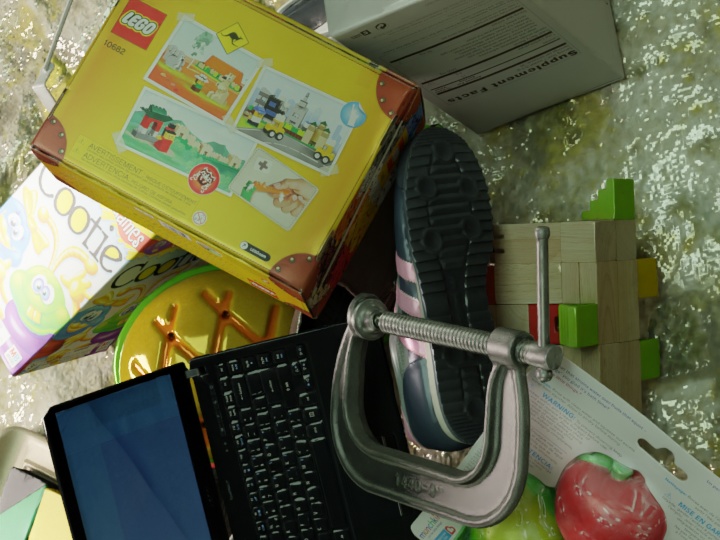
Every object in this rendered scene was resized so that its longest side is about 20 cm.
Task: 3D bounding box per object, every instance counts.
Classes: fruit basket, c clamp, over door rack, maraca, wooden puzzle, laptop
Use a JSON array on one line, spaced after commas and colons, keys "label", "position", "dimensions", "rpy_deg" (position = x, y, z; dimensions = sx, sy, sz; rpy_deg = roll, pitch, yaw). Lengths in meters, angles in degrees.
[{"label": "fruit basket", "position": [0.141, 0.155, 1.054], "dimensions": [0.185, 0.094, 0.201], "rpy_deg": [37, 128, 6]}, {"label": "c clamp", "position": [0.047, 0.060, 1.046], "dimensions": [0.199, 0.027, 0.173], "rpy_deg": [2, 96, 50]}, {"label": "over door rack", "position": [-0.184, -0.233, 1.404], "dimensions": [0.147, 0.067, 0.202], "rpy_deg": [-9, 63, 30]}, {"label": "maraca", "position": [-0.077, 0.056, 1.258], "dimensions": [0.199, 0.107, 0.138], "rpy_deg": [-22, 95, 5]}, {"label": "wooden puzzle", "position": [-0.233, 0.231, 1.348], "dimensions": [0.199, 0.037, 0.186], "rpy_deg": [19, 87, 33]}, {"label": "laptop", "position": [-0.070, 0.141, 1.111], "dimensions": [0.198, 0.103, 0.179], "rpy_deg": [-13, 94, 8]}]

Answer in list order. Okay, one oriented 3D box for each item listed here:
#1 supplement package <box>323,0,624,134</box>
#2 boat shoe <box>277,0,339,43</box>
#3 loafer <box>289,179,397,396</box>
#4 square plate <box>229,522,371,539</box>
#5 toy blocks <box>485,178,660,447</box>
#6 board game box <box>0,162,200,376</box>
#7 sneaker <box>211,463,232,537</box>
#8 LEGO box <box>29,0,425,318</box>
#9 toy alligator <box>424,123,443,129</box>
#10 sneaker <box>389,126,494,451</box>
[{"label": "supplement package", "position": [0.072, -0.190, 1.170], "dimensions": [0.119, 0.200, 0.122], "rpy_deg": [-19, 67, 26]}, {"label": "boat shoe", "position": [-0.032, -0.167, 1.310], "dimensions": [0.199, 0.076, 0.061], "rpy_deg": [-18, 49, 33]}, {"label": "loafer", "position": [0.000, 0.000, 1.174], "dimensions": [0.072, 0.071, 0.202], "rpy_deg": [15, 96, 8]}, {"label": "square plate", "position": [-0.030, 0.267, 1.178], "dimensions": [0.198, 0.028, 0.201], "rpy_deg": [36, 94, 7]}, {"label": "toy blocks", "position": [0.108, 0.045, 1.152], "dimensions": [0.136, 0.100, 0.202], "rpy_deg": [-1, 91, 39]}, {"label": "board game box", "position": [-0.190, -0.026, 1.304], "dimensions": [0.200, 0.103, 0.105], "rpy_deg": [-41, 75, 35]}, {"label": "sneaker", "position": [-0.115, 0.228, 1.240], "dimensions": [0.070, 0.098, 0.202], "rpy_deg": [-9, 74, 27]}, {"label": "LEGO box", "position": [-0.081, -0.086, 1.126], "dimensions": [0.199, 0.077, 0.150], "rpy_deg": [28, 80, 10]}, {"label": "toy alligator", "position": [0.039, -0.076, 1.236], "dimensions": [0.054, 0.059, 0.202], "rpy_deg": [-5, 92, -8]}, {"label": "sneaker", "position": [0.040, 0.014, 1.124], "dimensions": [0.082, 0.070, 0.202], "rpy_deg": [-24, 66, 57]}]
